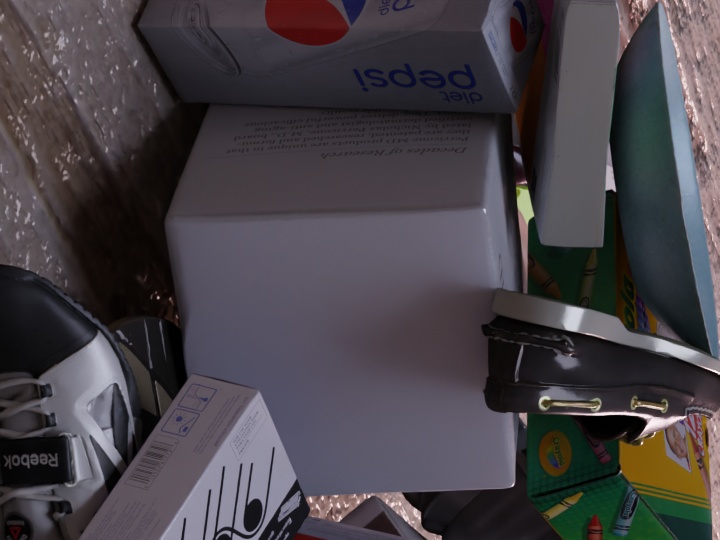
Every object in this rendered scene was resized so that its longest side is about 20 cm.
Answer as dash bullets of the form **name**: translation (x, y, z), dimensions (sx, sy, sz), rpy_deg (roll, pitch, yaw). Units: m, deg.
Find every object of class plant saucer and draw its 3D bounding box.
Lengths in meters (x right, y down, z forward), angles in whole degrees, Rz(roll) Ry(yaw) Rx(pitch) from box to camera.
- **plant saucer**: translation (0.162, -0.044, 1.483), dimensions (0.201, 0.038, 0.202), rpy_deg (-8, 90, -80)

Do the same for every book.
- **book**: translation (0.111, -0.115, 1.459), dimensions (0.200, 0.048, 0.134), rpy_deg (-87, 180, -64)

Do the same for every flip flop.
- **flip flop**: translation (-0.112, 0.071, 1.423), dimensions (0.200, 0.057, 0.082), rpy_deg (37, 53, -78)

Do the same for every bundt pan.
- **bundt pan**: translation (0.082, 0.139, 1.599), dimensions (0.076, 0.202, 0.202), rpy_deg (-39, 150, 5)

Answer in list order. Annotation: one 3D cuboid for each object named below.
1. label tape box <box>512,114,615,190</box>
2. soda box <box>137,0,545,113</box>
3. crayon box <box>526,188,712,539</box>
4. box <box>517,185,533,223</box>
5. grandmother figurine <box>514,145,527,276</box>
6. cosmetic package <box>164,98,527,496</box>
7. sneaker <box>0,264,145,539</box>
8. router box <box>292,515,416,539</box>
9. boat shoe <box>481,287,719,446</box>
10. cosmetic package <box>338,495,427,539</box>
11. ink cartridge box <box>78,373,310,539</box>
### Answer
- **label tape box**: translation (0.143, -0.029, 1.923), dimensions (0.143, 0.066, 0.201), rpy_deg (19, 76, -64)
- **soda box**: translation (-0.010, -0.128, 1.419), dimensions (0.068, 0.199, 0.064), rpy_deg (63, 39, -48)
- **crayon box**: translation (0.143, 0.070, 1.517), dimensions (0.119, 0.058, 0.201), rpy_deg (48, 33, -40)
- **box**: translation (0.141, 0.010, 1.822), dimensions (0.199, 0.048, 0.123), rpy_deg (7, 88, -27)
- **grandmother figurine**: translation (0.079, -0.033, 1.734), dimensions (0.121, 0.060, 0.201), rpy_deg (-37, 109, -29)
- **cosmetic package**: translation (0.000, 0.000, 1.449), dimensions (0.200, 0.165, 0.168), rpy_deg (-78, 163, -62)
- **sneaker**: translation (-0.145, 0.092, 1.299), dimensions (0.201, 0.074, 0.089), rpy_deg (65, 34, -26)
- **router box**: translation (-0.046, 0.216, 1.401), dimensions (0.049, 0.199, 0.181), rpy_deg (-5, 103, -65)
- **boat shoe**: translation (0.124, 0.056, 1.381), dimensions (0.201, 0.071, 0.061), rpy_deg (18, 85, -52)
- **cosmetic package**: translation (0.023, 0.262, 1.541), dimensions (0.165, 0.165, 0.200), rpy_deg (-41, 149, 3)
- **ink cartridge box**: translation (-0.099, 0.155, 1.288), dimensions (0.200, 0.044, 0.094), rpy_deg (-56, 143, -32)
